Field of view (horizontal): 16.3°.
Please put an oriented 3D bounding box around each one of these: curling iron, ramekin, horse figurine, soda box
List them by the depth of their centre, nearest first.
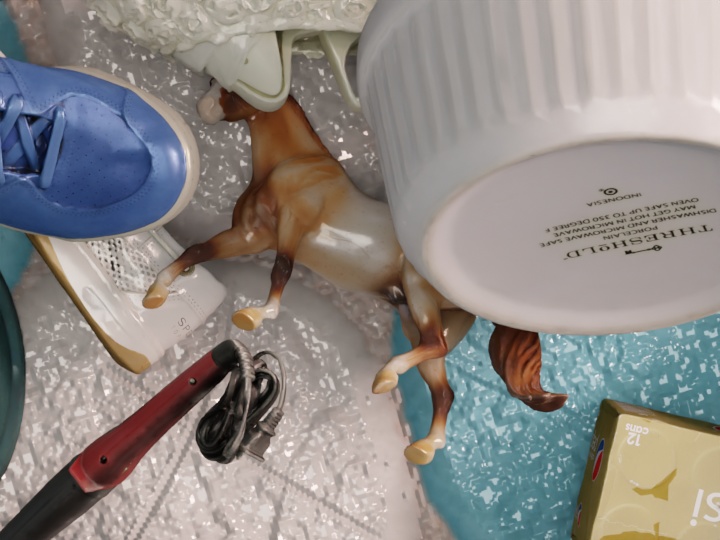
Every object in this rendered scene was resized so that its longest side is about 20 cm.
[{"bbox_3d":[0.098,-0.052,1.003,0.201,0.203,0.095,-1,60,-1],"label":"ramekin"},{"bbox_3d":[-0.106,0.089,1.058,0.200,0.026,0.050,-33,55,30],"label":"curling iron"},{"bbox_3d":[0.000,0.000,1.072,0.199,0.133,0.050,29,136,-2],"label":"horse figurine"},{"bbox_3d":[0.196,0.112,1.092,0.199,0.064,0.068,13,93,-1],"label":"soda box"}]

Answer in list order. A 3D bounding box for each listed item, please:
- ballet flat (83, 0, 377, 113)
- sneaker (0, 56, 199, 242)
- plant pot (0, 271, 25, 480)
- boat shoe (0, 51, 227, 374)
[{"bbox_3d":[-0.016,-0.100,1.063,0.199,0.072,0.072,-2,92,-9],"label":"ballet flat"},{"bbox_3d":[-0.168,-0.054,0.981,0.199,0.111,0.077,19,102,8],"label":"sneaker"},{"bbox_3d":[-0.244,0.051,1.014,0.199,0.196,0.201,0,93,-2],"label":"plant pot"},{"bbox_3d":[-0.129,-0.054,1.079,0.069,0.071,0.200,-35,96,-6],"label":"boat shoe"}]
